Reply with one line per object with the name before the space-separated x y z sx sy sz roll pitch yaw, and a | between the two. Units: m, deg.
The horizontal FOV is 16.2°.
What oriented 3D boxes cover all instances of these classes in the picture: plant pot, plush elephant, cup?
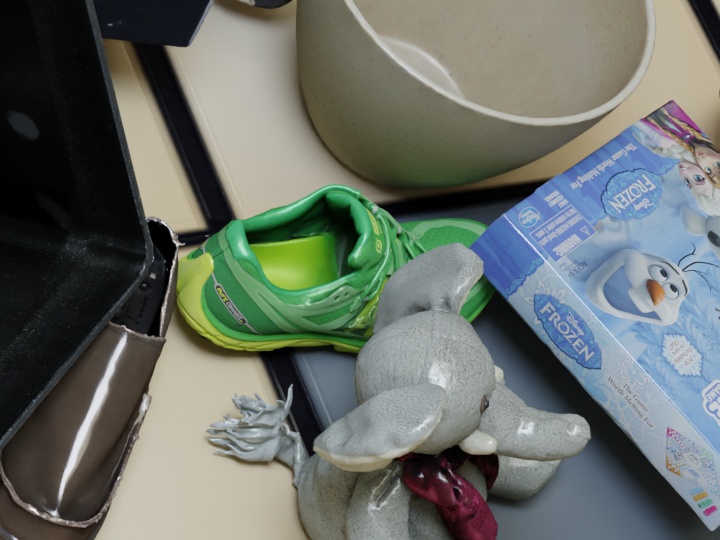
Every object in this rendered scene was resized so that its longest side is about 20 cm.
plant pot | -0.234 -0.036 1.160 0.177 0.201 0.200 12 44 27
plush elephant | 0.040 0.082 1.258 0.199 0.155 0.165 28 50 -9
cup | 0.044 -0.126 1.407 0.199 0.143 0.201 13 54 -19

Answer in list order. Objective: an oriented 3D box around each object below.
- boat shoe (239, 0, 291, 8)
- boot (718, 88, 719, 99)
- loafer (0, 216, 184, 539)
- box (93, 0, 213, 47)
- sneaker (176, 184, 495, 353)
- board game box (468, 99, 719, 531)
boat shoe | -0.109 -0.222 1.446 0.200 0.060 0.074 36 64 16
boot | 0.301 -0.058 1.506 0.201 0.071 0.144 32 13 7
loafer | -0.136 0.048 1.244 0.073 0.071 0.201 21 52 -14
box | -0.176 -0.225 1.312 0.199 0.104 0.183 5 54 -23
sneaker | 0.000 0.000 1.338 0.199 0.084 0.074 -6 63 -35
board game box | 0.183 0.018 1.407 0.199 0.043 0.200 49 41 6
